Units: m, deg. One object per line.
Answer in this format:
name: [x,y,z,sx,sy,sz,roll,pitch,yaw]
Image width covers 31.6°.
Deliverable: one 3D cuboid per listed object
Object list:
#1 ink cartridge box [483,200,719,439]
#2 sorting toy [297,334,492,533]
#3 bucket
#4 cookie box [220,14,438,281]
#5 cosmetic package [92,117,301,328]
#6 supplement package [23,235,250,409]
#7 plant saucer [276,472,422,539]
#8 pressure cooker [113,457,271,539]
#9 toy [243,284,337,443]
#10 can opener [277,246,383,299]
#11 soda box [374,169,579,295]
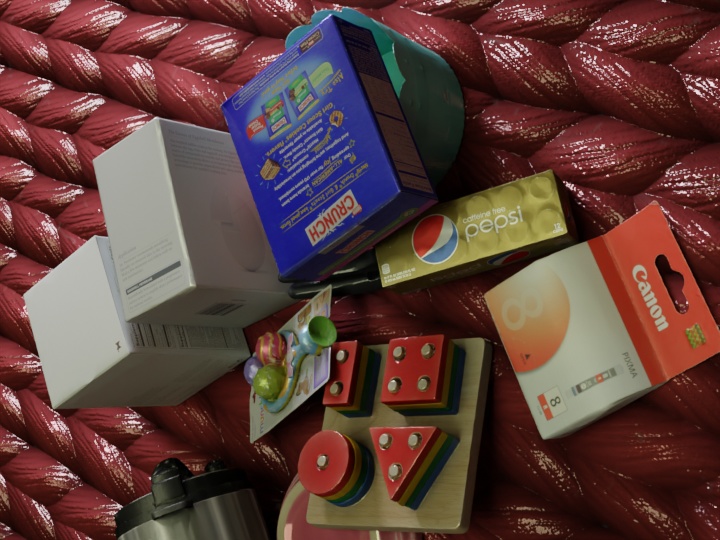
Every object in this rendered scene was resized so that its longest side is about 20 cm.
ink cartridge box: [0.230,0.050,1.230,0.199,0.050,0.164,-36,65,35]
sorting toy: [0.026,0.164,1.330,0.198,0.069,0.202,-7,63,36]
bucket: [0.005,-0.167,1.374,0.205,0.134,0.211,-5,82,38]
cookie box: [-0.034,-0.118,1.268,0.170,0.075,0.203,-33,68,32]
cosmetic package: [-0.183,-0.049,1.474,0.122,0.198,0.203,-24,72,33]
supplement package: [-0.268,0.066,1.532,0.151,0.199,0.153,-33,67,32]
plant saucer: [-0.023,0.298,1.412,0.198,0.050,0.204,-5,83,39]
pressure cooker: [-0.189,0.313,1.463,0.175,0.177,0.203,-34,71,43]
toy: [-0.095,0.104,1.435,0.200,0.047,0.117,-38,43,47]
can opener: [0.000,0.000,1.409,0.198,0.064,0.079,-17,32,27]
soda box: [0.115,-0.036,1.284,0.197,0.064,0.069,-17,75,17]
